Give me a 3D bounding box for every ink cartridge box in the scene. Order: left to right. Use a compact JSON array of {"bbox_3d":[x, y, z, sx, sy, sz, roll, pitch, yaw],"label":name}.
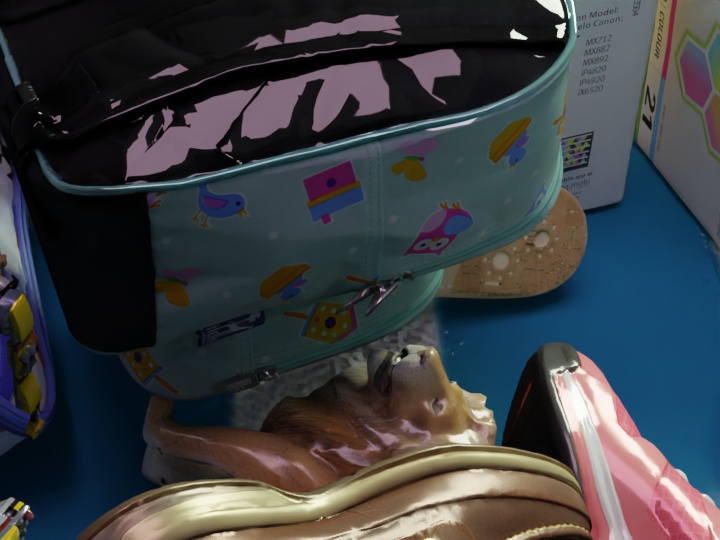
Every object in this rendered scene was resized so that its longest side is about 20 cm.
[{"bbox_3d":[0.047,-0.147,0.968,0.084,0.176,0.200,-14,44,-21],"label":"ink cartridge box"},{"bbox_3d":[0.194,-0.065,0.907,0.076,0.148,0.200,-12,43,-16],"label":"ink cartridge box"}]

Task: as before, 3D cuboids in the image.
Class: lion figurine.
[{"bbox_3d":[-0.030,0.107,0.755,0.122,0.073,0.200,17,55,3],"label":"lion figurine"}]

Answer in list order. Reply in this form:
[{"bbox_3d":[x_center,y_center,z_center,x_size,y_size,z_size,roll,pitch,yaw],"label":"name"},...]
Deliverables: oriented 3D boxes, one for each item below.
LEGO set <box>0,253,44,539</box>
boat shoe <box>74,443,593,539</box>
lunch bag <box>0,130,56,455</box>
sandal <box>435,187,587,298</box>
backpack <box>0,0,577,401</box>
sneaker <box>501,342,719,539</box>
[{"bbox_3d":[-0.133,0.095,0.659,0.116,0.200,0.154,26,30,12],"label":"LEGO set"},{"bbox_3d":[0.000,0.102,0.670,0.200,0.072,0.068,-3,52,-42],"label":"boat shoe"},{"bbox_3d":[-0.185,-0.017,0.820,0.075,0.160,0.200,-38,40,20],"label":"lunch bag"},{"bbox_3d":[0.000,-0.006,0.860,0.211,0.078,0.070,-5,15,-19],"label":"sandal"},{"bbox_3d":[-0.025,-0.060,0.772,0.199,0.154,0.176,-19,46,-8],"label":"backpack"},{"bbox_3d":[0.109,0.110,0.767,0.086,0.074,0.200,-1,46,-23],"label":"sneaker"}]
